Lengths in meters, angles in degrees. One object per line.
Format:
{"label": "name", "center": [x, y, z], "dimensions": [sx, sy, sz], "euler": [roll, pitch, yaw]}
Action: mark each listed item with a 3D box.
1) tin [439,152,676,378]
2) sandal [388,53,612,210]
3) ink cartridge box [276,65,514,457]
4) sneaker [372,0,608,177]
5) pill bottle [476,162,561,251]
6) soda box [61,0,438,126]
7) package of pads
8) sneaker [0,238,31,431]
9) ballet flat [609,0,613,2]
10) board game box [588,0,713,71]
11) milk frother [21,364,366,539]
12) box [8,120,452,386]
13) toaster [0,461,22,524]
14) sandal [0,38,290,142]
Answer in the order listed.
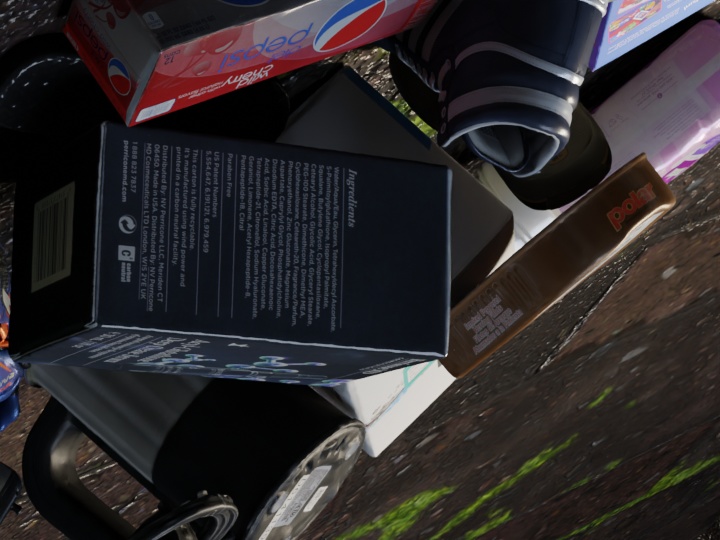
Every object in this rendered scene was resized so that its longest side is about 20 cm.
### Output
{"label": "tin", "center": [0.105, 0.001, 1.282], "dimensions": [0.112, 0.042, 0.200], "euler": [-31, 172, -34]}
{"label": "sandal", "center": [0.075, -0.104, 1.297], "dimensions": [0.082, 0.200, 0.055], "euler": [-37, 130, 2]}
{"label": "ink cartridge box", "center": [0.000, 0.000, 1.425], "dimensions": [0.146, 0.147, 0.200], "euler": [-45, 164, -10]}
{"label": "sneaker", "center": [0.053, -0.108, 1.225], "dimensions": [0.070, 0.109, 0.200], "euler": [16, 172, -32]}
{"label": "pill bottle", "center": [0.052, 0.004, 1.621], "dimensions": [0.200, 0.112, 0.112], "euler": [-38, 162, 8]}
{"label": "soda box", "center": [-0.047, -0.142, 1.136], "dimensions": [0.199, 0.070, 0.063], "euler": [-22, 158, -35]}
{"label": "package of pads", "center": [0.217, -0.104, 1.682], "dimensions": [0.200, 0.076, 0.120], "euler": [-40, 170, 16]}
{"label": "sneaker", "center": [-0.218, 0.034, 1.269], "dimensions": [0.075, 0.079, 0.200], "euler": [-31, 162, -14]}
{"label": "ballet flat", "center": [0.112, -0.163, 1.291], "dimensions": [0.064, 0.067, 0.200], "euler": [-54, 179, 9]}
{"label": "board game box", "center": [0.227, -0.223, 1.460], "dimensions": [0.199, 0.045, 0.135], "euler": [-30, 162, -13]}
{"label": "milk frother", "center": [-0.128, 0.094, 1.342], "dimensions": [0.181, 0.188, 0.200], "euler": [-50, 163, -7]}
{"label": "box", "center": [-0.072, -0.004, 1.202], "dimensions": [0.199, 0.108, 0.148], "euler": [5, 169, -24]}
{"label": "toaster", "center": [-0.319, 0.204, 1.374], "dimensions": [0.181, 0.118, 0.200], "euler": [-48, -170, 35]}
{"label": "sandal", "center": [-0.115, -0.098, 1.191], "dimensions": [0.199, 0.045, 0.075], "euler": [9, 130, -45]}
